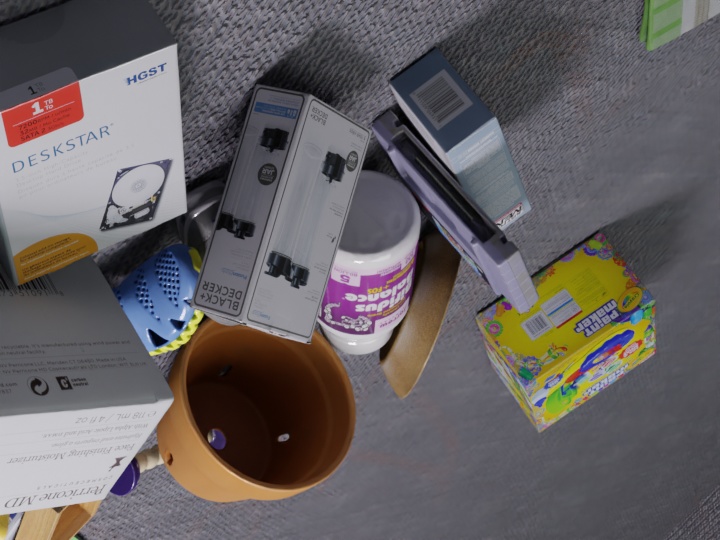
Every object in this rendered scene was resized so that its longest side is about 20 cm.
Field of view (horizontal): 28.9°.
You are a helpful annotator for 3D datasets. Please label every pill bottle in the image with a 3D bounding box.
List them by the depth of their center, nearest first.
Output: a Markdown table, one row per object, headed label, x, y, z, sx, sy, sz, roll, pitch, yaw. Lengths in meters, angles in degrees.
| label | x | y | z | sx | sy | sz | roll | pitch | yaw |
| --- | --- | --- | --- | --- | --- | --- | --- | --- | --- |
| pill bottle | 0.000 | 0.000 | 1.410 | 0.112 | 0.113 | 0.201 | -26 | 151 | -18 |

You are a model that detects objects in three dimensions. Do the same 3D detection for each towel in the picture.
| label | x | y | z | sx | sy | sz | roll | pitch | yaw |
| --- | --- | --- | --- | --- | --- | --- | --- | --- | --- |
| towel | 0.372 | -0.321 | 1.427 | 0.199 | 0.031 | 0.149 | -29 | 150 | -8 |

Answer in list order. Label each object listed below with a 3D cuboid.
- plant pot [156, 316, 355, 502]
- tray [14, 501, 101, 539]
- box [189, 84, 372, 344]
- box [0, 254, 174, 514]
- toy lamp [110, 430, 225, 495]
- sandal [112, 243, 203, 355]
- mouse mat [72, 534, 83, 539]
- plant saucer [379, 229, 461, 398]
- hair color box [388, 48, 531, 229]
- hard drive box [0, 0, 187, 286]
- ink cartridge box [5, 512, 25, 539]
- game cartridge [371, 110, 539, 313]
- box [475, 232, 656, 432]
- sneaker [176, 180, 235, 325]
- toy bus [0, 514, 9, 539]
| label | x | y | z | sx | sy | sz | roll | pitch | yaw |
| --- | --- | --- | --- | --- | --- | --- | --- | --- | --- |
| plant pot | -0.123 | 0.155 | 1.449 | 0.199 | 0.201 | 0.140 | -12 | 160 | -38 |
| tray | -0.286 | 0.225 | 1.355 | 0.099 | 0.037 | 0.200 | -47 | 175 | -35 |
| box | -0.067 | -0.046 | 1.207 | 0.116 | 0.060 | 0.201 | 20 | 85 | -59 |
| box | -0.292 | 0.077 | 1.104 | 0.198 | 0.200 | 0.131 | -1 | 137 | -48 |
| toy lamp | -0.198 | 0.193 | 1.523 | 0.200 | 0.058 | 0.058 | -20 | 152 | -55 |
| sandal | -0.214 | 0.046 | 1.264 | 0.087 | 0.080 | 0.200 | 12 | 135 | -45 |
| mouse mat | -0.419 | 0.353 | 1.606 | 0.199 | 0.008 | 0.161 | -33 | 153 | -8 |
| plant saucer | 0.060 | 0.038 | 1.514 | 0.035 | 0.201 | 0.201 | 19 | 134 | -7 |
| hair color box | 0.100 | -0.118 | 1.352 | 0.060 | 0.099 | 0.200 | -36 | 153 | -1 |
| hard drive box | -0.218 | -0.099 | 1.047 | 0.155 | 0.077 | 0.201 | -26 | 151 | -19 |
| ink cartridge box | -0.315 | 0.210 | 1.429 | 0.200 | 0.041 | 0.200 | -52 | 175 | 28 |
| game cartridge | 0.090 | -0.053 | 1.333 | 0.038 | 0.200 | 0.130 | -37 | 152 | -6 |
| box | 0.276 | 0.085 | 1.848 | 0.199 | 0.122 | 0.193 | -34 | 154 | -3 |
| sneaker | -0.128 | 0.005 | 1.305 | 0.074 | 0.082 | 0.200 | -29 | 151 | -11 |
| toy bus | -0.439 | 0.238 | 1.282 | 0.191 | 0.136 | 0.200 | 14 | 129 | -34 |
